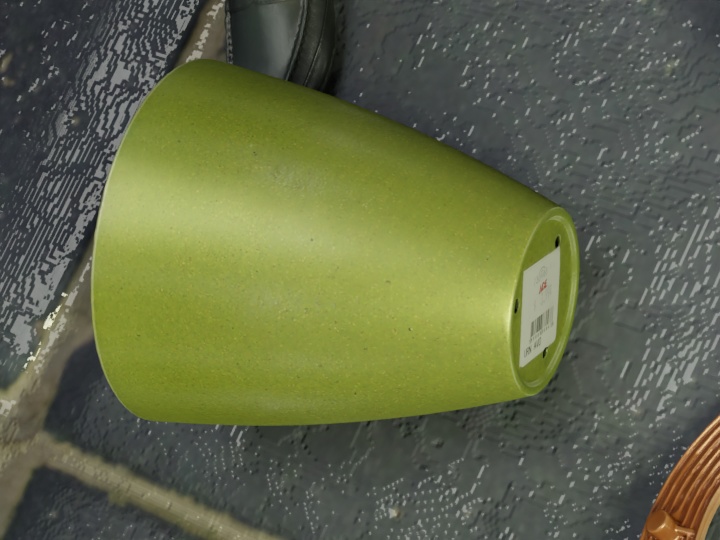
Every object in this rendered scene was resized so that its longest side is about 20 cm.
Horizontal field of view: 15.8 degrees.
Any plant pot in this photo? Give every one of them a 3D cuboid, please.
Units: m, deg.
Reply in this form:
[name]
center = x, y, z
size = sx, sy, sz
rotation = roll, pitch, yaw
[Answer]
[plant pot]
center = 0.000, 0.000, 1.281
size = 0.200, 0.187, 0.187
rotation = 10, 74, 23

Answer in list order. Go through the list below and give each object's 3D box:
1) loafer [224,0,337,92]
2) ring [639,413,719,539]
[loafer]
center = -0.050, -0.167, 1.447
size = 0.068, 0.070, 0.201
rotation = -8, 64, 33
[ring]
center = 0.198, 0.111, 1.132
size = 0.200, 0.019, 0.201
rotation = -31, 36, 26
